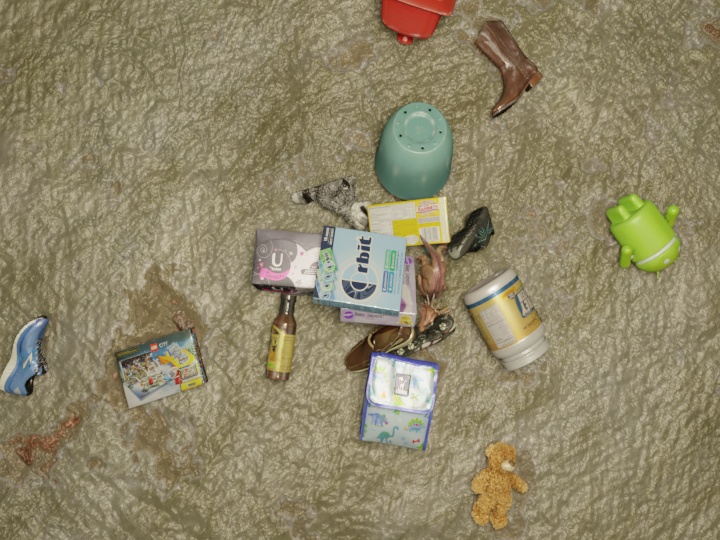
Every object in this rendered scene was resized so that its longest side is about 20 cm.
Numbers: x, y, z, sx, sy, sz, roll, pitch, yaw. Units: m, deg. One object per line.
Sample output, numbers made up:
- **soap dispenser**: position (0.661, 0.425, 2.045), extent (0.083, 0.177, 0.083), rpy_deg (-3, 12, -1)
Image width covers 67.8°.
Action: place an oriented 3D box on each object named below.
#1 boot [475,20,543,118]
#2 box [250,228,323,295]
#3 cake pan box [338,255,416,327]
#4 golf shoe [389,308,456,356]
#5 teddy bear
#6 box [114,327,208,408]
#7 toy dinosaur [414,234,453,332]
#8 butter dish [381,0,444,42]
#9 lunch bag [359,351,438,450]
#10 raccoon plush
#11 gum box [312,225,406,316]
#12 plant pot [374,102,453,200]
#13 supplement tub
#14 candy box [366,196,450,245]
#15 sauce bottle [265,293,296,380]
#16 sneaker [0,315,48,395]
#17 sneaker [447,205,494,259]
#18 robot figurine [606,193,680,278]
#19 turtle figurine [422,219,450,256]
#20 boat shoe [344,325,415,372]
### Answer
- **boot**: position (0.340, -0.512, 1.347), extent (0.185, 0.064, 0.202), rpy_deg (-40, 92, -16)
- **box**: position (-0.155, -0.016, 1.286), extent (0.191, 0.115, 0.138), rpy_deg (4, 80, 0)
- **cake pan box**: position (0.043, 0.039, 1.274), extent (0.176, 0.054, 0.204), rpy_deg (7, 44, -1)
- **golf shoe**: position (0.145, 0.167, 1.309), extent (0.195, 0.088, 0.080), rpy_deg (-25, 59, 22)
- **teddy bear**: position (0.335, 0.528, 1.303), extent (0.142, 0.067, 0.205), rpy_deg (30, 88, -2)
- **box**: position (-0.487, 0.238, 1.316), extent (0.192, 0.038, 0.142), rpy_deg (-17, 88, -2)
- **toy dinosaur**: position (0.167, 0.027, 1.215), extent (0.082, 0.137, 0.207), rpy_deg (-2, 117, 5)
- **butter dish**: position (0.126, -0.635, 1.317), extent (0.192, 0.151, 0.204), rpy_deg (18, 46, -1)
- **lunch bag**: position (0.089, 0.300, 1.260), extent (0.163, 0.128, 0.208), rpy_deg (9, 104, -2)
- **raccoon plush**: position (-0.063, -0.151, 1.336), extent (0.193, 0.096, 0.139), rpy_deg (-10, 102, 28)
- **gum box**: position (0.000, 0.000, 1.197), extent (0.191, 0.045, 0.177), rpy_deg (8, 69, -1)
- **plant pot**: position (0.132, -0.294, 1.265), extent (0.192, 0.162, 0.209), rpy_deg (0, 73, -1)
- **supplement tub**: position (0.349, 0.115, 1.281), extent (0.141, 0.145, 0.205), rpy_deg (-30, 88, -2)
- **candy box**: position (0.113, -0.112, 1.262), extent (0.192, 0.026, 0.107), rpy_deg (-3, 97, 21)
- **sauce bottle**: position (-0.190, 0.161, 1.313), extent (0.062, 0.065, 0.209), rpy_deg (8, 86, -1)
- **sneaker**: position (-0.793, 0.208, 1.301), extent (0.086, 0.079, 0.207), rpy_deg (22, 95, -7)
- **sneaker**: position (0.275, -0.078, 1.288), extent (0.081, 0.074, 0.200), rpy_deg (56, 48, -15)
- **robot figurine**: position (0.693, -0.086, 1.309), extent (0.174, 0.116, 0.203), rpy_deg (-37, 89, -4)
- **turtle figurine**: position (0.150, -0.110, 1.315), extent (0.191, 0.101, 0.157), rpy_deg (-4, 85, 6)
- **boat shoe**: position (0.033, 0.173, 1.281), extent (0.199, 0.074, 0.076), rpy_deg (-35, 54, 17)
